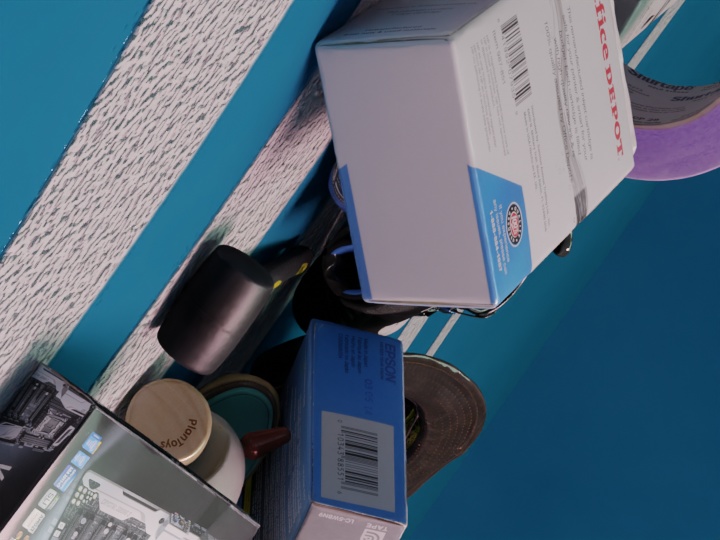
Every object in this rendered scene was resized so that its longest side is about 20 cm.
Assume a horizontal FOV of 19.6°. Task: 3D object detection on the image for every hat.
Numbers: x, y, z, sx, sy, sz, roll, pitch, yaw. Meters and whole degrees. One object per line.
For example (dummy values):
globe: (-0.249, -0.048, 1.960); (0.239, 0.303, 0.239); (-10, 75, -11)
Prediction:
hat: (-0.021, 0.087, 1.393); (0.199, 0.081, 0.201); (-11, 144, -8)

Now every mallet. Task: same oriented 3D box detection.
mallet: (-0.055, 0.001, 1.182); (0.066, 0.041, 0.200); (-54, 175, 22)

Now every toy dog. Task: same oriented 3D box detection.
toy dog: (-0.083, 0.159, 1.184); (0.132, 0.095, 0.202); (-153, -120, -83)

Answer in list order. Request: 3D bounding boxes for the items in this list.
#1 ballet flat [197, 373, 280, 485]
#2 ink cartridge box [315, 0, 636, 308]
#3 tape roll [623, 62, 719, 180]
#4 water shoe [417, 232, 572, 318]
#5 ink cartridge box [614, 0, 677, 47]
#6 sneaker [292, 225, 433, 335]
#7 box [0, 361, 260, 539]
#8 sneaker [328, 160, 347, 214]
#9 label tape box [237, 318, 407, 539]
ballet flat: (-0.110, 0.125, 1.305); (0.201, 0.068, 0.063); (-57, -162, 29)
ink cartridge box: (0.068, -0.086, 1.122); (0.200, 0.083, 0.146); (-40, 124, -53)
tape roll: (0.178, -0.161, 1.233); (0.201, 0.199, 0.085); (-60, 169, 32)
water shoe: (0.054, -0.004, 1.321); (0.200, 0.071, 0.079); (-39, -141, 37)
ink cartridge box: (0.197, -0.242, 1.384); (0.200, 0.084, 0.147); (-40, 163, -52)
sneaker: (0.000, 0.000, 1.263); (0.111, 0.074, 0.199); (-8, 170, -45)
box: (-0.158, 0.165, 1.005); (0.201, 0.050, 0.158); (-53, 141, -7)
sneaker: (0.041, -0.085, 1.266); (0.085, 0.077, 0.200); (-49, 168, 35)
label tape box: (-0.032, 0.152, 1.272); (0.145, 0.063, 0.201); (-90, -162, -45)
